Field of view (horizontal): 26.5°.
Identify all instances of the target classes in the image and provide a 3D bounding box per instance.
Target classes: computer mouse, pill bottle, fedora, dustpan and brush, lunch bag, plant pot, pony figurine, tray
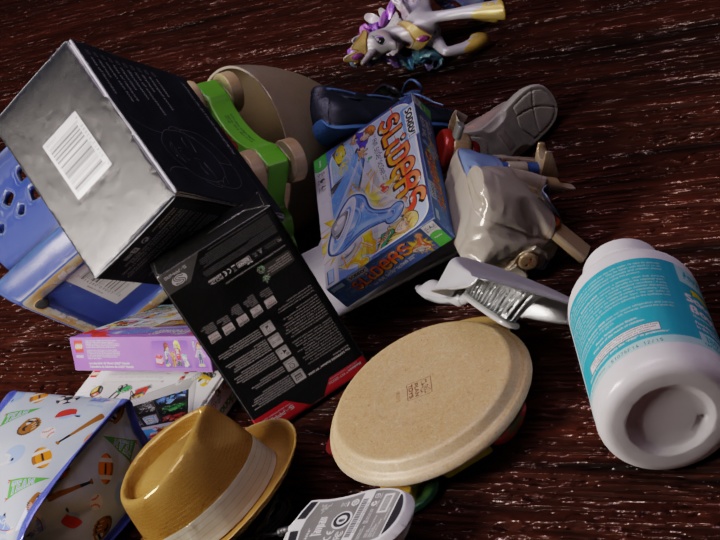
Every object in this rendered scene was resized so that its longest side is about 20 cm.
[{"bbox_3d":[-0.032,0.226,1.268,0.200,0.044,0.110,-12,30,38],"label":"computer mouse"},{"bbox_3d":[0.227,0.056,1.218,0.111,0.111,0.200,-23,32,13],"label":"pill bottle"},{"bbox_3d":[-0.149,0.184,1.350,0.201,0.082,0.201,-35,18,13],"label":"fedora"},{"bbox_3d":[0.106,0.021,1.383,0.200,0.139,0.057,32,104,60],"label":"dustpan and brush"},{"bbox_3d":[-0.310,0.219,1.442,0.170,0.124,0.200,-3,33,37],"label":"lunch bag"},{"bbox_3d":[-0.078,-0.139,1.715,0.134,0.201,0.200,-15,20,-33],"label":"plant pot"},{"bbox_3d":[0.066,-0.320,1.886,0.200,0.167,0.193,-13,40,0],"label":"pony figurine"},{"bbox_3d":[0.000,0.000,1.542,0.200,0.022,0.107,-27,41,-14],"label":"tray"},{"bbox_3d":[-0.292,-0.046,1.684,0.200,0.200,0.180,-37,50,21],"label":"plant pot"}]

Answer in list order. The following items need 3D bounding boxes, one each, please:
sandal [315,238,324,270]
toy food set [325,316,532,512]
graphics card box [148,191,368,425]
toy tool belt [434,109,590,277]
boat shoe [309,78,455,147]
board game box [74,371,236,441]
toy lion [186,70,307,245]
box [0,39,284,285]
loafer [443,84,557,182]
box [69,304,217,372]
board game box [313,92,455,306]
[{"bbox_3d":[0.017,-0.064,1.627,0.203,0.082,0.050,-48,-10,-22],"label":"sandal"},{"bbox_3d":[0.060,0.118,1.335,0.198,0.049,0.200,-31,31,0],"label":"toy food set"},{"bbox_3d":[-0.093,0.042,1.428,0.125,0.200,0.051,-33,27,-3],"label":"graphics card box"},{"bbox_3d":[0.146,-0.069,1.492,0.123,0.125,0.200,8,31,-15],"label":"toy tool belt"},{"bbox_3d":[0.033,-0.174,1.655,0.084,0.200,0.069,-30,68,40],"label":"boat shoe"},{"bbox_3d":[-0.220,0.142,1.556,0.200,0.035,0.126,-3,40,38],"label":"board game box"},{"bbox_3d":[-0.130,-0.085,1.641,0.069,0.192,0.200,-20,52,-30],"label":"toy lion"},{"bbox_3d":[-0.210,-0.096,1.474,0.124,0.197,0.200,-44,68,19],"label":"box"},{"bbox_3d":[0.126,-0.127,1.623,0.200,0.072,0.063,-38,14,-25],"label":"loafer"},{"bbox_3d":[-0.180,0.068,1.568,0.200,0.039,0.137,-2,12,39],"label":"box"},{"bbox_3d":[0.020,-0.073,1.528,0.135,0.034,0.200,-34,38,22],"label":"board game box"}]
